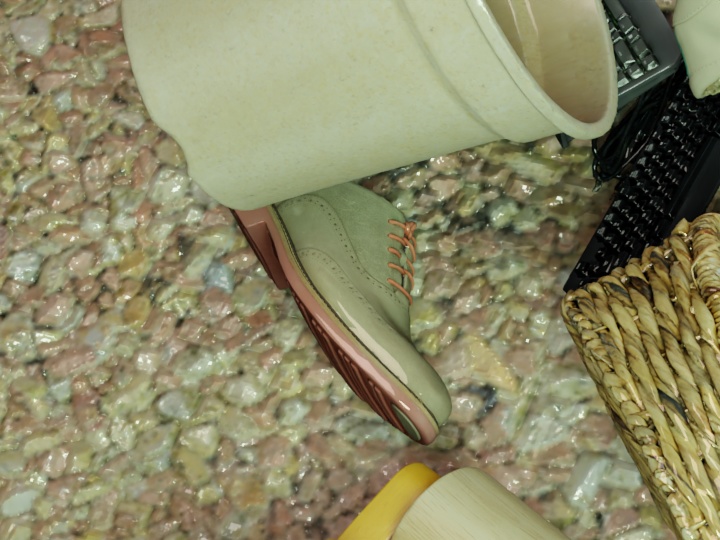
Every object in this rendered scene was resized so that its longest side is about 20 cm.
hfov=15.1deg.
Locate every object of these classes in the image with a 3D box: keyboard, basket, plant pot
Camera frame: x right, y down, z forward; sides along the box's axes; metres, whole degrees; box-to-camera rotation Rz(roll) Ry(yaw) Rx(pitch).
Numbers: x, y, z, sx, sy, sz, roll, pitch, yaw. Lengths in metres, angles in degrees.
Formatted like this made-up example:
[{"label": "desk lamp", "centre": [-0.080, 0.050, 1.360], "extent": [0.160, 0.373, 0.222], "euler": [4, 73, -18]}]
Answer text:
[{"label": "keyboard", "centre": [0.080, -0.131, 1.385], "extent": [0.127, 0.021, 0.200], "euler": [-34, 40, 9]}, {"label": "basket", "centre": [0.193, 0.067, 1.173], "extent": [0.148, 0.143, 0.201], "euler": [-26, 55, 3]}, {"label": "plant pot", "centre": [-0.005, -0.123, 1.279], "extent": [0.183, 0.200, 0.201], "euler": [-22, 54, 21]}, {"label": "keyboard", "centre": [0.148, -0.070, 1.307], "extent": [0.201, 0.040, 0.104], "euler": [-58, 21, -20]}]

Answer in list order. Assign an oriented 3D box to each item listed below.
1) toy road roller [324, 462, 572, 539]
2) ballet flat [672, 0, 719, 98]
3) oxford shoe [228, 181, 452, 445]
[{"label": "toy road roller", "centre": [0.006, 0.165, 1.175], "extent": [0.123, 0.146, 0.200], "euler": [36, 76, 33]}, {"label": "ballet flat", "centre": [0.239, -0.100, 1.231], "extent": [0.199, 0.070, 0.070], "euler": [2, 60, 24]}, {"label": "oxford shoe", "centre": [0.000, 0.000, 1.327], "extent": [0.075, 0.071, 0.200], "euler": [-32, 55, -5]}]
